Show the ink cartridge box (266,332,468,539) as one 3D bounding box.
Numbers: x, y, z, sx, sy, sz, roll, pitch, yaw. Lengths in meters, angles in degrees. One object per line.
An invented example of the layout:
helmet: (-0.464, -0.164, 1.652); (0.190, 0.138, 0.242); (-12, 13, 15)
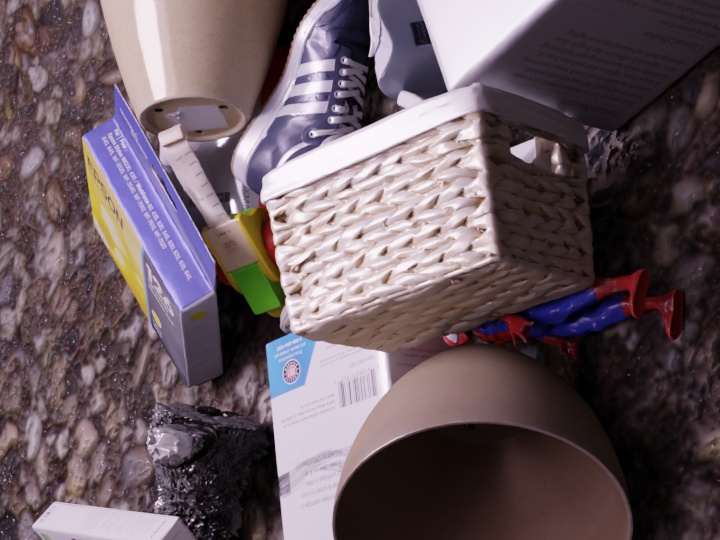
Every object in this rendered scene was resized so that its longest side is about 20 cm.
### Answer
ink cartridge box: (0.009, 0.137, 1.435); (0.145, 0.083, 0.201); (-24, 66, 46)

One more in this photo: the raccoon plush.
raccoon plush: (-0.154, 0.185, 1.558); (0.096, 0.200, 0.135); (14, 94, 23)

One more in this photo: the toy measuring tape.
toy measuring tape: (-0.107, -0.047, 1.559); (0.073, 0.074, 0.201); (7, 133, 50)

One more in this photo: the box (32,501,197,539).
box: (-0.181, 0.264, 1.610); (0.199, 0.145, 0.036); (-1, 40, 51)

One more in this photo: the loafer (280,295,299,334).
loafer: (0.000, 0.000, 1.488); (0.200, 0.070, 0.070); (-37, 33, 48)

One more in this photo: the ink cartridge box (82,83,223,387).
ink cartridge box: (-0.180, -0.025, 1.616); (0.198, 0.047, 0.200); (59, 165, 25)

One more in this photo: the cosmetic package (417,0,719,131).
cosmetic package: (0.155, -0.223, 1.253); (0.200, 0.167, 0.167); (-40, 56, 38)

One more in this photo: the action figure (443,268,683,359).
action figure: (0.130, 0.035, 1.321); (0.199, 0.065, 0.052); (-6, 69, 48)

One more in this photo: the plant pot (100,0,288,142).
plant pot: (-0.138, -0.218, 1.574); (0.187, 0.187, 0.201); (-24, 61, 46)

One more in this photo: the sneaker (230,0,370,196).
sneaker: (-0.018, -0.132, 1.525); (0.108, 0.070, 0.201); (40, 106, 35)

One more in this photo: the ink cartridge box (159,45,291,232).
ink cartridge box: (-0.105, -0.116, 1.643); (0.200, 0.057, 0.164); (-13, 74, 53)

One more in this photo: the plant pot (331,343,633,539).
plant pot: (0.084, 0.129, 1.290); (0.200, 0.200, 0.135); (-49, 22, 34)

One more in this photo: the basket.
basket: (0.048, -0.028, 1.282); (0.199, 0.135, 0.124); (-20, 70, 36)

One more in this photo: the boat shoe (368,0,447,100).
boat shoe: (0.035, -0.202, 1.403); (0.074, 0.202, 0.087); (-9, 69, 5)

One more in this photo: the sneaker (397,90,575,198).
sneaker: (0.073, -0.056, 1.398); (0.200, 0.070, 0.100); (43, 111, 40)
